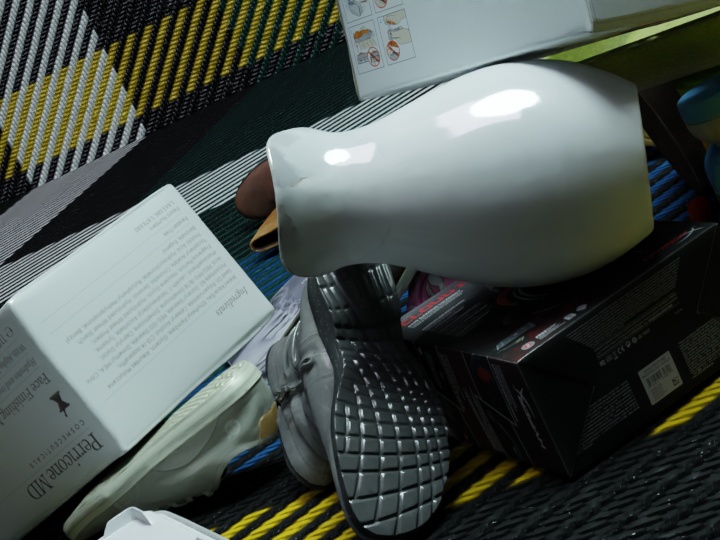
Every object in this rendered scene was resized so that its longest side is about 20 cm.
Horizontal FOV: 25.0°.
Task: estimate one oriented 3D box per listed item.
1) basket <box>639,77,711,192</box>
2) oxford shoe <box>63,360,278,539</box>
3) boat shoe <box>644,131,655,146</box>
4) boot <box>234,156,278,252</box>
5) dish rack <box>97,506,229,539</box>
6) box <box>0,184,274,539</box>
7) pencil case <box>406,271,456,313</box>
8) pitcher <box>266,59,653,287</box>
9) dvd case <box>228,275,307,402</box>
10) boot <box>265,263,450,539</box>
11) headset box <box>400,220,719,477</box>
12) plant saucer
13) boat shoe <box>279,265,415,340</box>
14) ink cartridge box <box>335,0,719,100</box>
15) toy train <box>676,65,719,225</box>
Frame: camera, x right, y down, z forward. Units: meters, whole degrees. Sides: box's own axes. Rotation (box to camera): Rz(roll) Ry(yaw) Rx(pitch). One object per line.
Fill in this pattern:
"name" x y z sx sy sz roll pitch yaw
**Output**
"basket" 0.294 -0.162 1.182 0.199 0.181 0.136 -35 20 4
"oxford shoe" -0.128 0.136 1.099 0.199 0.058 0.075 -38 10 26
"boat shoe" 0.294 -0.153 1.330 0.198 0.072 0.069 -13 16 19
"boot" -0.080 -0.064 1.774 0.186 0.069 0.201 -13 25 21
"dish rack" -0.149 0.196 0.936 0.171 0.044 0.199 -34 14 -21
"box" -0.203 0.072 1.197 0.199 0.131 0.200 -39 3 40
"pencil case" 0.074 -0.001 1.153 0.087 0.083 0.200 -50 10 12
"pitcher" 0.062 -0.051 0.917 0.197 0.123 0.172 -7 4 10
"dvd case" -0.044 0.034 1.302 0.149 0.016 0.200 -45 15 -3
"boot" -0.007 0.095 0.960 0.069 0.132 0.202 6 49 -17
"headset box" 0.112 0.036 0.951 0.148 0.076 0.200 -32 15 -18
"plant saucer" 0.234 -0.189 1.071 0.199 0.048 0.200 -16 30 45
"boat shoe" 0.000 0.002 1.105 0.072 0.060 0.203 -75 10 -54
"ink cartridge box" 0.112 -0.170 0.947 0.174 0.085 0.199 -17 5 -39
"toy train" 0.241 -0.083 1.060 0.084 0.117 0.200 -23 14 12
